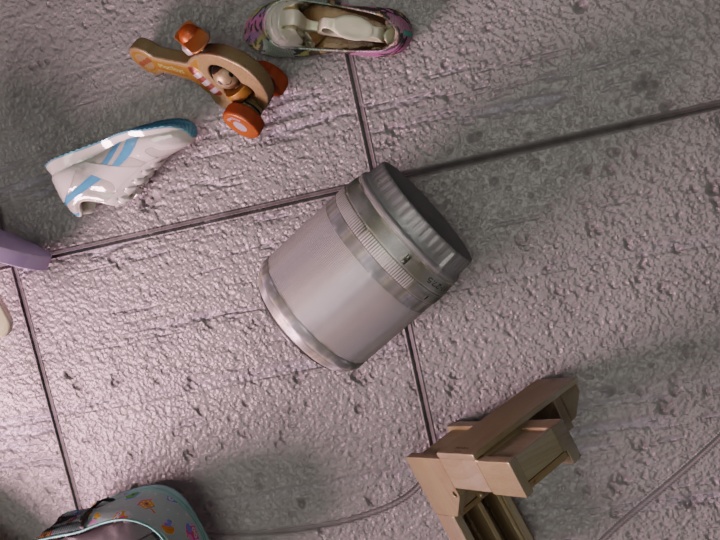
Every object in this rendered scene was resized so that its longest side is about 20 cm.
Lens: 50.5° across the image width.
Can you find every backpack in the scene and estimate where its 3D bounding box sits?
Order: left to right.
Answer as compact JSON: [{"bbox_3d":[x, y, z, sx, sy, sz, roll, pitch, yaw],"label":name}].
[{"bbox_3d":[-0.282,0.360,0.950,0.200,0.153,0.176,-22,96,23],"label":"backpack"}]

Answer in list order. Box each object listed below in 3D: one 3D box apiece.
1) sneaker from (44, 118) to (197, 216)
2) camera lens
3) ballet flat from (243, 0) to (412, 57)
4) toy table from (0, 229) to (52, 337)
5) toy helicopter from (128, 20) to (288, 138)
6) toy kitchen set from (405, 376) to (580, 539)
[{"bbox_3d":[-0.279,-0.128,0.925,0.200,0.077,0.081,-17,103,19],"label":"sneaker"},{"bbox_3d":[0.000,0.000,0.839,0.200,0.160,0.160,-42,89,13],"label":"camera lens"},{"bbox_3d":[-0.042,-0.272,0.853,0.200,0.071,0.069,7,100,10],"label":"ballet flat"},{"bbox_3d":[-0.501,-0.002,0.936,0.200,0.184,0.117,23,92,-3],"label":"toy table"},{"bbox_3d":[-0.189,-0.234,0.867,0.200,0.132,0.079,19,72,25],"label":"toy helicopter"},{"bbox_3d":[0.196,0.236,0.843,0.163,0.200,0.181,-30,93,-28],"label":"toy kitchen set"}]
